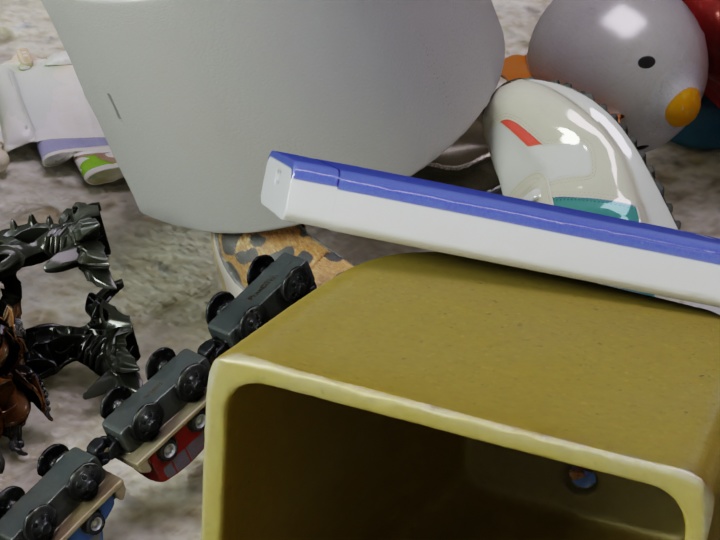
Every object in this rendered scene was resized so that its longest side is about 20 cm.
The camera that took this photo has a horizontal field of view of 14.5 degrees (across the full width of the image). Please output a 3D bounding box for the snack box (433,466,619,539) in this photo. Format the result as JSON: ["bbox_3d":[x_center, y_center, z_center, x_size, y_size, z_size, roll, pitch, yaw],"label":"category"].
[{"bbox_3d":[0.108,0.119,1.252,0.199,0.024,0.072,22,39,23],"label":"snack box"}]

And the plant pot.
[{"bbox_3d":[0.063,0.095,1.128,0.193,0.197,0.200,14,30,17],"label":"plant pot"}]

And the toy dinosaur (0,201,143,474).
[{"bbox_3d":[-0.176,0.022,1.301,0.135,0.102,0.201,-15,57,-1],"label":"toy dinosaur"}]

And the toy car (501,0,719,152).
[{"bbox_3d":[0.165,-0.107,1.471,0.199,0.185,0.177,-27,46,-29],"label":"toy car"}]

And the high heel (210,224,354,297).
[{"bbox_3d":[0.000,0.000,1.345,0.142,0.072,0.201,-7,46,13],"label":"high heel"}]

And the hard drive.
[{"bbox_3d":[0.062,-0.017,1.177,0.199,0.026,0.132,11,3,-7],"label":"hard drive"}]

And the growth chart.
[{"bbox_3d":[-0.115,-0.084,1.532,0.198,0.018,0.145,1,34,-8],"label":"growth chart"}]

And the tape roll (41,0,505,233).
[{"bbox_3d":[-0.045,-0.134,1.346,0.201,0.140,0.203,-15,36,11],"label":"tape roll"}]

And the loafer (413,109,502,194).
[{"bbox_3d":[-0.008,-0.083,1.472,0.199,0.070,0.075,11,36,5],"label":"loafer"}]

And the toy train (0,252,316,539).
[{"bbox_3d":[-0.089,0.067,1.243,0.034,0.046,0.200,21,55,43],"label":"toy train"}]

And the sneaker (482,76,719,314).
[{"bbox_3d":[0.097,0.001,1.301,0.093,0.070,0.201,-20,73,-31],"label":"sneaker"}]
